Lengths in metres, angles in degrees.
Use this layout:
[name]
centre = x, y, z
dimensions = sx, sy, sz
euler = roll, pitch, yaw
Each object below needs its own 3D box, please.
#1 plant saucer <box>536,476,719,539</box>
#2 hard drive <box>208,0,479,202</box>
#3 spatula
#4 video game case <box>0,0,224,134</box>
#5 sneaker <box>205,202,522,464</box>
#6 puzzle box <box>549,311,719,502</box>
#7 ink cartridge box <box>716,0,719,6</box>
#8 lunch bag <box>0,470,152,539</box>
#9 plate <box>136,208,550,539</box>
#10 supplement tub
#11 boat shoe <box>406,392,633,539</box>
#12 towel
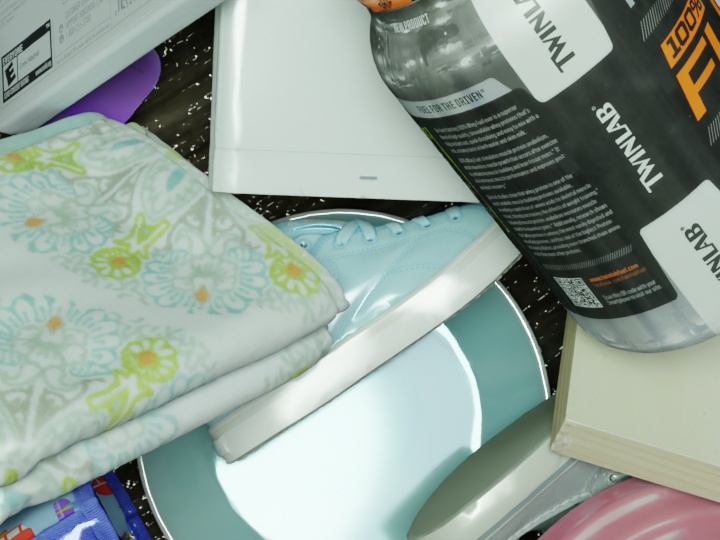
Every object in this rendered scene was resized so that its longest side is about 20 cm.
[plant saucer]
centre = 0.140, 0.189, 0.738
dimensions = 0.199, 0.051, 0.202
euler = -6, 107, -20
[hard drive]
centre = 0.005, -0.132, 0.708
dimensions = 0.131, 0.026, 0.202
euler = 1, 99, -13
[spatula]
centre = -0.162, -0.030, 0.799
dimensions = 0.056, 0.021, 0.201
euler = 28, 85, 20
[video game case]
centre = -0.114, -0.176, 0.735
dimensions = 0.022, 0.199, 0.184
euler = 4, 74, -37
[sneaker]
centre = 0.000, 0.000, 0.758
dimensions = 0.199, 0.074, 0.082
euler = -35, 90, -8
[puzzle box]
centre = 0.161, 0.017, 0.762
dimensions = 0.132, 0.026, 0.201
euler = 17, 48, -2
[ink cartridge box]
centre = 0.180, -0.079, 0.752
dimensions = 0.199, 0.119, 0.042
euler = 28, 72, 6
[lunch bag]
centre = -0.164, 0.137, 0.690
dimensions = 0.150, 0.200, 0.094
euler = -32, 86, -7
[plate]
centre = -0.008, 0.072, 0.798
dimensions = 0.198, 0.026, 0.202
euler = 1, 84, -5
[supplement tub]
centre = 0.087, -0.074, 0.659
dimensions = 0.123, 0.122, 0.200
euler = -45, 115, -8
[boat shoe]
centre = 0.110, 0.088, 0.761
dimensions = 0.200, 0.070, 0.072
euler = -33, 93, -29
[towel]
centre = -0.128, 0.008, 0.683
dimensions = 0.199, 0.048, 0.171
euler = -25, 49, -37
